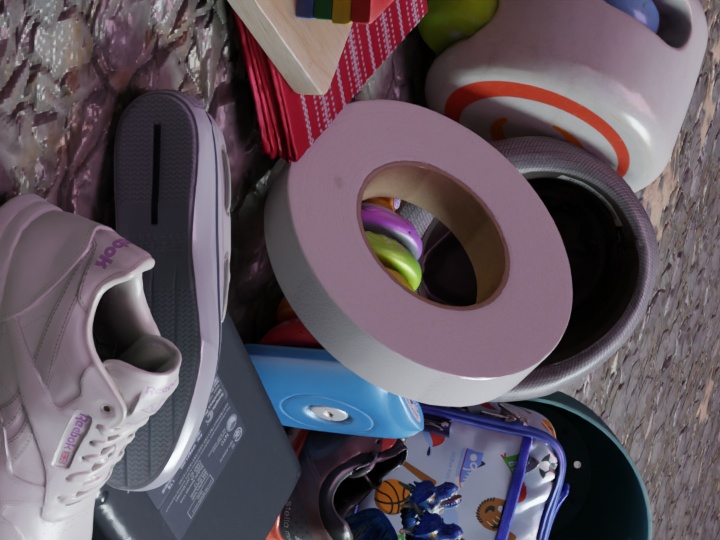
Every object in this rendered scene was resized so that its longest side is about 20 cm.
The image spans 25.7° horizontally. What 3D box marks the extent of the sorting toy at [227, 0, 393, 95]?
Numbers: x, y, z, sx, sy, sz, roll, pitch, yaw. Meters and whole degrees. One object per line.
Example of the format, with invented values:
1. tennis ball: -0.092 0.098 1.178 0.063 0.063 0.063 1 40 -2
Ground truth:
1. sorting toy: -0.012 -0.227 0.834 0.200 0.069 0.200 51 53 -55

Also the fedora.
1. fedora: 0.105 -0.004 1.110 0.090 0.198 0.178 -142 -149 -82

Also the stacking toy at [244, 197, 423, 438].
1. stacking toy: 0.000 0.000 1.009 0.116 0.109 0.202 60 37 -58

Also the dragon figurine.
1. dragon figurine: 0.004 0.201 1.066 0.100 0.199 0.059 55 37 -20

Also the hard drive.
1. hard drive: -0.098 0.118 0.910 0.140 0.033 0.201 -59 151 -28

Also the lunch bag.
1. lunch bag: 0.065 0.183 1.145 0.076 0.159 0.202 -87 -169 -79

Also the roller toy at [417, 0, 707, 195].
1. roller toy: 0.149 -0.149 1.124 0.141 0.181 0.200 -68 155 -21

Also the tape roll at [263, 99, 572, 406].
1. tape roll: 0.036 -0.014 0.957 0.203 0.202 0.037 -50 180 -44

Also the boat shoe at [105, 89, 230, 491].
1. boat shoe: -0.092 0.011 0.808 0.067 0.073 0.202 11 87 -68

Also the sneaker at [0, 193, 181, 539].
1. sneaker: -0.134 0.070 0.731 0.075 0.099 0.202 -39 138 -56

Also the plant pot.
1. plant pot: 0.128 0.181 1.258 0.161 0.199 0.203 -49 150 -79

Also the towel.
1. towel: -0.017 -0.173 0.939 0.200 0.022 0.146 -52 141 -45

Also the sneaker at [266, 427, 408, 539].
1. sneaker: 0.003 0.104 1.068 0.201 0.081 0.077 -64 153 -28
